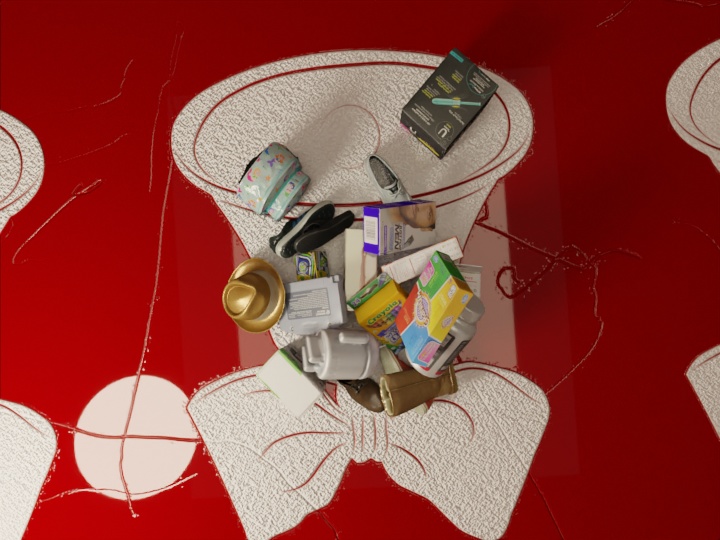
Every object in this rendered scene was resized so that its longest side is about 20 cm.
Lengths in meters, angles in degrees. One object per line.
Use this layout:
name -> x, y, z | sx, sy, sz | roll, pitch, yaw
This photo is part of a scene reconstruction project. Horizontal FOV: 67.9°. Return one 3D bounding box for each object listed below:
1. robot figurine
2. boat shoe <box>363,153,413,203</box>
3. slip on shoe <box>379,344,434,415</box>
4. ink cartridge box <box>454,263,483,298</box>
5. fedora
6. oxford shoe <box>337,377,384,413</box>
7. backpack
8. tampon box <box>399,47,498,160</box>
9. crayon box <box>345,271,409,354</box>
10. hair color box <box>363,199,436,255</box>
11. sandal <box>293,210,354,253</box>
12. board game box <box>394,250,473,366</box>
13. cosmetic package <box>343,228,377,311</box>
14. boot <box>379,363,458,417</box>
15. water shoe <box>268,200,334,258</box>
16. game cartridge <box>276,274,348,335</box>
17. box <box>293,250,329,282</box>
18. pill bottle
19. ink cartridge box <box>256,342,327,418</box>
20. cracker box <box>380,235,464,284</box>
robot figurine -> -0.039, 0.197, 1.254 | 0.196, 0.170, 0.115 | 4, 53, -24
boat shoe -> 0.075, -0.211, 1.368 | 0.070, 0.072, 0.202 | -36, 92, 0
slip on shoe -> 0.117, 0.272, 1.371 | 0.061, 0.074, 0.201 | -34, 83, -31
ink cartridge box -> 0.223, 0.050, 1.293 | 0.114, 0.201, 0.069 | 6, 69, 2
fedora -> -0.281, 0.066, 1.335 | 0.197, 0.081, 0.206 | 2, 94, 30
oxford shoe -> -0.012, 0.292, 1.360 | 0.199, 0.084, 0.073 | 42, 89, 0
backpack -> -0.214, -0.216, 1.313 | 0.150, 0.200, 0.179 | 38, 89, 2
tampon box -> 0.217, -0.412, 1.341 | 0.150, 0.126, 0.201 | 42, 91, 2
crayon box -> 0.073, 0.107, 1.289 | 0.125, 0.052, 0.200 | -38, 128, 13
hair color box -> 0.098, -0.109, 1.306 | 0.198, 0.064, 0.112 | -14, 109, -41
sandal -> -0.098, -0.102, 1.341 | 0.048, 0.076, 0.199 | 43, 49, 19
board game box -> 0.154, 0.082, 1.166 | 0.040, 0.154, 0.202 | 18, 115, -23
cosmetic package -> 0.000, 0.000, 1.354 | 0.085, 0.103, 0.205 | 1, 91, -1
boot -> 0.137, 0.246, 1.313 | 0.196, 0.066, 0.179 | -9, 75, -26
water shoe -> -0.153, -0.120, 1.372 | 0.200, 0.072, 0.078 | -43, 50, -18
game cartridge -> -0.120, 0.089, 1.309 | 0.197, 0.041, 0.136 | -9, 94, 32
box -> -0.113, 0.056, 1.364 | 0.063, 0.070, 0.205 | -10, 88, 26
pill bottle -> 0.196, 0.140, 1.223 | 0.110, 0.111, 0.201 | 34, 120, 2
ink cartridge box -> -0.162, 0.262, 1.306 | 0.145, 0.200, 0.084 | 44, 88, 1
cracker box -> 0.149, -0.020, 1.334 | 0.196, 0.134, 0.059 | -22, 89, 2
